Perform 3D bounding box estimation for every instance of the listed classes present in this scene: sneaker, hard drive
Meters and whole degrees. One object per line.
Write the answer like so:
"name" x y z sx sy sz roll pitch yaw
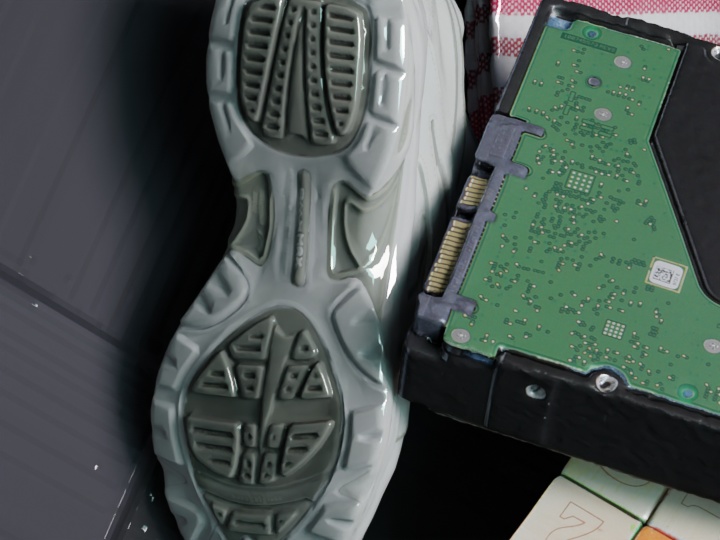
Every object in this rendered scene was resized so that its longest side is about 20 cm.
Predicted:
"sneaker" 0.000 0.000 0.844 0.099 0.078 0.201 -11 115 -61
"hard drive" 0.124 0.006 0.811 0.199 0.038 0.140 17 51 7

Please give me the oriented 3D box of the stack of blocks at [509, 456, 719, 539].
"stack of blocks" 0.121 0.049 0.877 0.200 0.058 0.115 -51 159 -25

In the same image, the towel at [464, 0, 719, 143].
"towel" 0.092 -0.064 0.943 0.146 0.030 0.201 -4 93 -36
